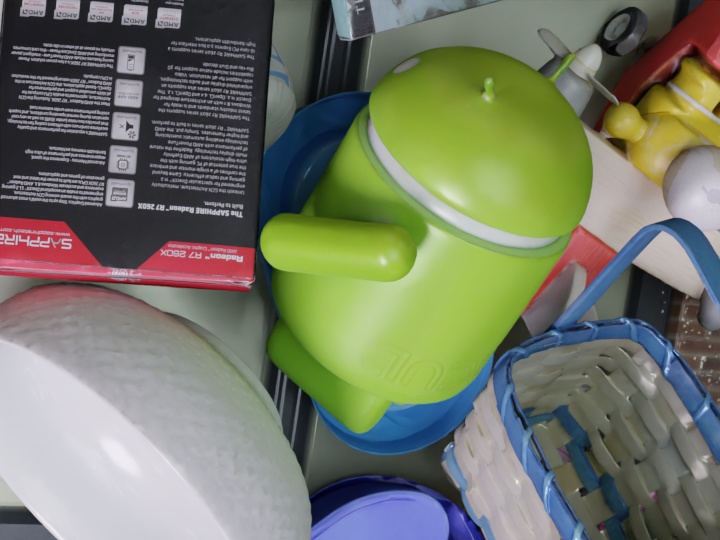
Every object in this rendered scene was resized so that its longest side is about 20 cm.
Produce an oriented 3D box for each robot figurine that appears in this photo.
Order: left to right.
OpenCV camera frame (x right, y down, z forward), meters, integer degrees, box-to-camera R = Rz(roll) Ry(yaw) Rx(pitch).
[{"bbox_3d":[0.033,-0.019,0.802,0.175,0.116,0.200,-26,153,-54],"label":"robot figurine"}]

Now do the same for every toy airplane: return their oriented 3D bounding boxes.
[{"bbox_3d":[0.151,-0.042,0.918,0.199,0.141,0.200,-14,106,-20],"label":"toy airplane"}]

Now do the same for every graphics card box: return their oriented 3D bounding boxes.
[{"bbox_3d":[-0.103,-0.094,0.778,0.125,0.051,0.201,4,84,-5],"label":"graphics card box"}]

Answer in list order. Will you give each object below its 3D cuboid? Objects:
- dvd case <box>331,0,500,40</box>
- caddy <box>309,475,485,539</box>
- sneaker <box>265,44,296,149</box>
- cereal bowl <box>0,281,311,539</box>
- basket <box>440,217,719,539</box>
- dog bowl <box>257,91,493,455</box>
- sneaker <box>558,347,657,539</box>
[{"bbox_3d":[0.068,-0.204,0.819,0.199,0.022,0.147,-17,109,-20],"label":"dvd case"},{"bbox_3d":[-0.011,0.199,0.920,0.200,0.105,0.142,-34,89,-12],"label":"caddy"},{"bbox_3d":[-0.130,-0.066,0.840,0.199,0.073,0.072,-21,137,-6],"label":"sneaker"},{"bbox_3d":[-0.099,0.081,0.813,0.083,0.200,0.200,-46,116,-30],"label":"cereal bowl"},{"bbox_3d":[0.143,0.091,0.856,0.139,0.200,0.177,-15,70,-35],"label":"basket"},{"bbox_3d":[0.000,0.000,0.911,0.111,0.050,0.201,-24,109,-18],"label":"dog bowl"},{"bbox_3d":[0.136,0.138,0.982,0.088,0.081,0.201,6,98,-26],"label":"sneaker"}]
